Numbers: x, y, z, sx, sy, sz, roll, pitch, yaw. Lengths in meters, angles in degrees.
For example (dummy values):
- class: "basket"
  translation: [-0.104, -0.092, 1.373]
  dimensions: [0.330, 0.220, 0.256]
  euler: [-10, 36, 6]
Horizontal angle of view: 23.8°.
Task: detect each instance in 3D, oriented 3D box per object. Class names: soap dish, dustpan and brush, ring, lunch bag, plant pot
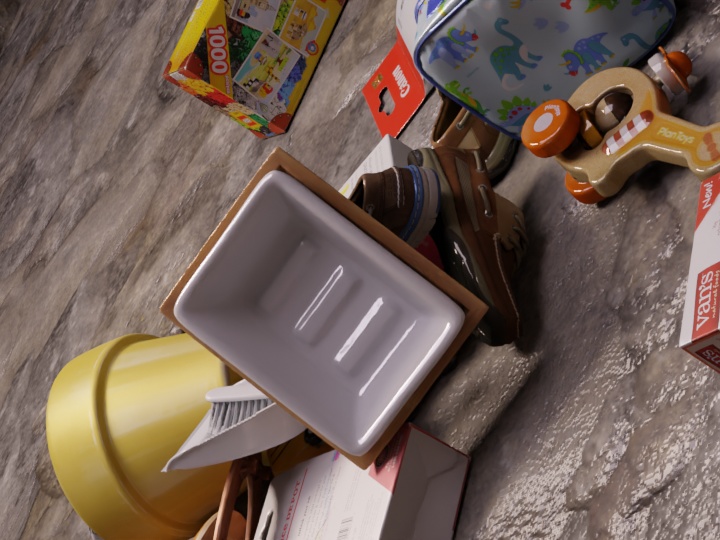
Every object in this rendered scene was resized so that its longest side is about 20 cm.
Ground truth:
- class: "soap dish"
  translation: [-0.026, 0.027, 1.291]
  dimensions: [0.158, 0.200, 0.081]
  euler: [-53, -4, 11]
- class: "dustpan and brush"
  translation: [-0.059, 0.100, 1.390]
  dimensions: [0.199, 0.058, 0.140]
  euler: [-10, 16, 17]
- class: "ring"
  translation: [-0.100, 0.237, 1.429]
  dimensions: [0.200, 0.019, 0.202]
  euler: [8, -90, -83]
- class: "lunch bag"
  translation: [0.147, -0.212, 1.402]
  dimensions: [0.200, 0.160, 0.083]
  euler: [-41, 29, 38]
- class: "plant pot"
  translation: [-0.156, 0.140, 1.583]
  dimensions: [0.188, 0.201, 0.201]
  euler: [-24, 39, 30]

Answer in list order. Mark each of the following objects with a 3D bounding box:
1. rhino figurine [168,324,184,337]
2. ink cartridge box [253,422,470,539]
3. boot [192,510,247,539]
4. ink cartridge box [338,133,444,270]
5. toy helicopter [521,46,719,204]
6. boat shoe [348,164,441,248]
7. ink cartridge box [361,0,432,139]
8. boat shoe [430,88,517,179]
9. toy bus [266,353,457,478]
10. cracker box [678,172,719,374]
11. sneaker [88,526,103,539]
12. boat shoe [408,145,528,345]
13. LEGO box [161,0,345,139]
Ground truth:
- class: "rhino figurine"
  translation: [-0.180, 0.093, 1.758]
  dimensions: [0.200, 0.059, 0.088]
  euler: [103, -177, -66]
- class: "ink cartridge box"
  translation: [-0.008, 0.204, 1.343]
  dimensions: [0.200, 0.067, 0.117]
  euler: [-26, 40, 50]
- class: "boot"
  translation: [-0.181, 0.299, 1.562]
  dimensions: [0.144, 0.071, 0.202]
  euler: [15, 84, 56]
- class: "ink cartridge box"
  translation: [0.000, 0.000, 1.547]
  dimensions: [0.200, 0.083, 0.145]
  euler: [-49, 25, 24]
- class: "toy helicopter"
  translation: [0.222, -0.109, 1.268]
  dimensions: [0.132, 0.079, 0.200]
  euler: [-53, 33, -7]
- class: "boat shoe"
  translation: [-0.007, -0.020, 1.387]
  dimensions: [0.200, 0.072, 0.072]
  euler: [121, 148, -43]
- class: "ink cartridge box"
  translation: [0.058, -0.246, 1.770]
  dimensions: [0.200, 0.057, 0.163]
  euler: [-48, 26, 15]
- class: "boat shoe"
  translation: [0.107, -0.171, 1.544]
  dimensions: [0.076, 0.074, 0.201]
  euler: [-35, 33, 43]
- class: "toy bus"
  translation: [0.004, 0.103, 1.442]
  dimensions: [0.200, 0.065, 0.078]
  euler: [-55, 22, 13]
- class: "cracker box"
  translation: [0.286, -0.028, 1.030]
  dimensions: [0.200, 0.058, 0.134]
  euler: [-33, 34, 48]
- class: "sneaker"
  translation: [-0.245, 0.191, 1.778]
  dimensions: [0.115, 0.075, 0.201]
  euler: [-119, 34, -64]
- class: "boat shoe"
  translation: [0.098, -0.031, 1.375]
  dimensions: [0.076, 0.073, 0.201]
  euler: [85, 168, -50]
- class: "LEGO box"
  translation: [-0.125, -0.284, 2.056]
  dimensions: [0.077, 0.149, 0.201]
  euler: [-6, 58, 62]
